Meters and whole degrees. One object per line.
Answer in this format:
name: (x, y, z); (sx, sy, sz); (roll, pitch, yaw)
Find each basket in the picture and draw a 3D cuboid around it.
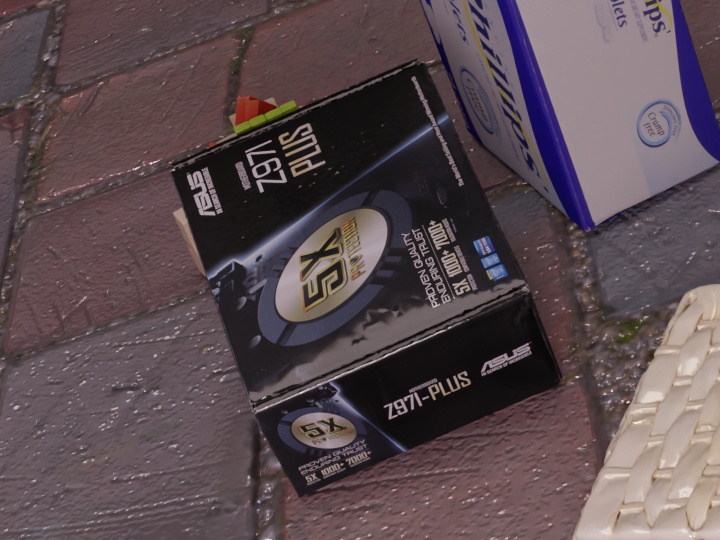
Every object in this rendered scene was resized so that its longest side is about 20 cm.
basket: (0.187, 0.103, 1.117); (0.135, 0.124, 0.200); (-4, 33, 30)

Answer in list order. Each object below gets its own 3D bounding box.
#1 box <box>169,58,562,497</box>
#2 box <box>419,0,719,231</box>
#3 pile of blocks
box: (0.000, 0.000, 1.410); (0.163, 0.086, 0.201); (-23, 48, 2)
box: (0.117, -0.153, 1.542); (0.104, 0.185, 0.200); (-27, 28, -9)
pile of blocks: (-0.069, -0.069, 1.667); (0.082, 0.062, 0.200); (-13, 31, 20)
